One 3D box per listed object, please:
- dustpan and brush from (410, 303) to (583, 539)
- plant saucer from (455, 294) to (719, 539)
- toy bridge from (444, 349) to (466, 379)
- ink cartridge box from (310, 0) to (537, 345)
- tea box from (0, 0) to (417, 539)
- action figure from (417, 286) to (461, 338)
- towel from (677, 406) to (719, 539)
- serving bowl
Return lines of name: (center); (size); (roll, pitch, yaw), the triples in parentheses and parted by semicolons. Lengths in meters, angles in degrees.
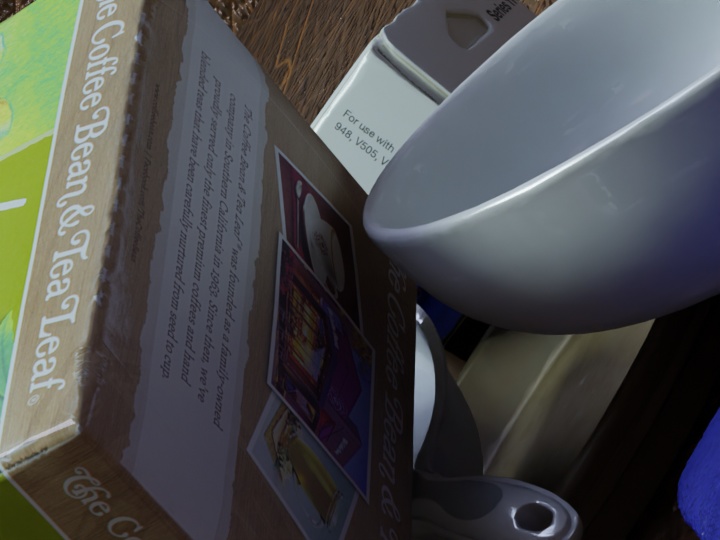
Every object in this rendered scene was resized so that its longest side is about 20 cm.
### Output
dustpan and brush: (0.001, 0.063, 0.809); (0.199, 0.057, 0.140); (14, 61, 49)
plant saucer: (0.056, 0.047, 0.869); (0.201, 0.029, 0.200); (-56, 9, 13)
toy bridge: (-0.014, 0.116, 1.015); (0.200, 0.027, 0.067); (-55, 10, 15)
ink cartridge box: (0.000, 0.000, 1.085); (0.200, 0.083, 0.147); (-54, -3, 23)
tea box: (-0.098, 0.054, 0.761); (0.196, 0.134, 0.201); (-27, 33, 20)
action figure: (0.020, -0.002, 0.936); (0.200, 0.065, 0.052); (-49, 40, 45)
towel: (0.139, -0.016, 0.596); (0.201, 0.049, 0.148); (-57, 2, 4)
serving bowl: (0.098, -0.045, 0.750); (0.200, 0.066, 0.200); (-35, 11, 8)
